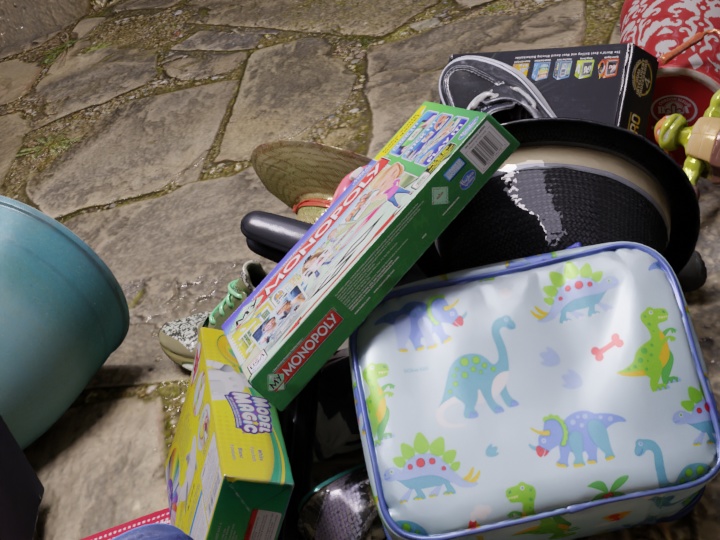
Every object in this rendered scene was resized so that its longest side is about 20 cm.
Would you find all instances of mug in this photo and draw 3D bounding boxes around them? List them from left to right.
[{"bbox_3d":[0.304,-0.190,1.112,0.177,0.134,0.200,-31,20,35],"label":"mug"}]

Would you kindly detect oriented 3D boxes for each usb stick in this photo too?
[{"bbox_3d":[-0.048,0.091,0.815,0.055,0.032,0.202,-28,51,54],"label":"usb stick"}]

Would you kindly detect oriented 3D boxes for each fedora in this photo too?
[{"bbox_3d":[0.124,-0.007,0.818,0.199,0.201,0.092,-12,42,18],"label":"fedora"}]

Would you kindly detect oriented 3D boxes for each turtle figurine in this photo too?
[{"bbox_3d":[0.289,-0.086,0.972,0.161,0.064,0.201,22,76,35],"label":"turtle figurine"}]

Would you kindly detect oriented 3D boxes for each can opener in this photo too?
[{"bbox_3d":[0.000,0.000,0.942,0.199,0.064,0.079,25,63,8],"label":"can opener"}]

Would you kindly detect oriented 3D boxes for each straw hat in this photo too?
[{"bbox_3d":[-0.018,-0.024,1.049,0.200,0.201,0.086,5,67,43],"label":"straw hat"}]

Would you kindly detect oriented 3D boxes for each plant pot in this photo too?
[{"bbox_3d":[-0.321,0.072,1.023,0.199,0.201,0.189,-5,42,31],"label":"plant pot"}]

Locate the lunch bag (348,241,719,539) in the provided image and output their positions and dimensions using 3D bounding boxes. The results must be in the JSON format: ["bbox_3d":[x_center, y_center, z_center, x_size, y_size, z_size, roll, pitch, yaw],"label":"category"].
[{"bbox_3d":[0.097,0.073,0.714,0.198,0.083,0.162,-12,66,0],"label":"lunch bag"}]

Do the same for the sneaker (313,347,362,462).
[{"bbox_3d":[0.024,0.079,0.880,0.129,0.080,0.199,-7,-17,-39],"label":"sneaker"}]

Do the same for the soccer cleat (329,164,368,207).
[{"bbox_3d":[0.071,-0.058,0.915,0.198,0.067,0.077,-13,-17,-18],"label":"soccer cleat"}]

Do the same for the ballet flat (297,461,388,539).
[{"bbox_3d":[0.057,0.126,0.777,0.199,0.072,0.072,-30,27,-20],"label":"ballet flat"}]

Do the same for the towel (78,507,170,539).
[{"bbox_3d":[-0.170,0.228,0.782,0.144,0.023,0.200,-20,23,6],"label":"towel"}]

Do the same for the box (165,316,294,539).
[{"bbox_3d":[-0.090,0.123,0.799,0.048,0.118,0.200,10,24,-18],"label":"box"}]

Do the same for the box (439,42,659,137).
[{"bbox_3d":[0.147,-0.107,1.066,0.199,0.163,0.049,7,-6,45],"label":"box"}]

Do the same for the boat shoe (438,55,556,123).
[{"bbox_3d":[0.116,-0.119,1.017,0.072,0.068,0.200,-51,50,20],"label":"boat shoe"}]

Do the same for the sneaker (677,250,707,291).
[{"bbox_3d":[0.161,-0.001,0.940,0.199,0.076,0.091,10,65,35],"label":"sneaker"}]

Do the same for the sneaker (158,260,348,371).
[{"bbox_3d":[-0.088,0.028,1.035,0.198,0.089,0.077,-8,28,26],"label":"sneaker"}]

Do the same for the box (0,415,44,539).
[{"bbox_3d":[-0.336,0.197,0.852,0.199,0.105,0.182,-24,22,1],"label":"box"}]

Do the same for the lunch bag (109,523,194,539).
[{"bbox_3d":[-0.088,0.217,0.533,0.135,0.201,0.132,-26,28,-23],"label":"lunch bag"}]

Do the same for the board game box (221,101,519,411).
[{"bbox_3d":[-0.001,-0.016,0.750,0.200,0.029,0.135,-48,17,-1],"label":"board game box"}]
